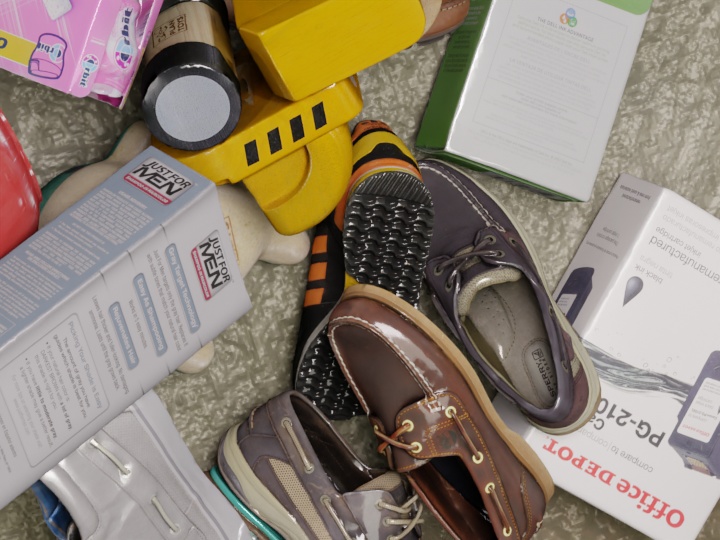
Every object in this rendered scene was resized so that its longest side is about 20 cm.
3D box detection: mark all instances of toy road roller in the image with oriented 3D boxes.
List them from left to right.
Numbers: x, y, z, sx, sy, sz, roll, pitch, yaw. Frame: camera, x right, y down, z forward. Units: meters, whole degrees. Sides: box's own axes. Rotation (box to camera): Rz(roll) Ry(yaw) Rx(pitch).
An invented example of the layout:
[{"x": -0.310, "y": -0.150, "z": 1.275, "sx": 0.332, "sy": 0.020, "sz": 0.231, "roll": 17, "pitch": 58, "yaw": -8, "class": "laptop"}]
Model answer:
[{"x": -0.032, "y": -0.115, "z": 1.593, "sx": 0.199, "sy": 0.123, "sz": 0.146, "roll": -27, "pitch": 121, "yaw": 9, "class": "toy road roller"}]

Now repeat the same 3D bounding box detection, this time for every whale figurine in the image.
[{"x": -0.126, "y": -0.015, "z": 1.669, "sx": 0.199, "sy": 0.104, "sz": 0.160, "roll": -25, "pitch": 108, "yaw": -36, "class": "whale figurine"}]

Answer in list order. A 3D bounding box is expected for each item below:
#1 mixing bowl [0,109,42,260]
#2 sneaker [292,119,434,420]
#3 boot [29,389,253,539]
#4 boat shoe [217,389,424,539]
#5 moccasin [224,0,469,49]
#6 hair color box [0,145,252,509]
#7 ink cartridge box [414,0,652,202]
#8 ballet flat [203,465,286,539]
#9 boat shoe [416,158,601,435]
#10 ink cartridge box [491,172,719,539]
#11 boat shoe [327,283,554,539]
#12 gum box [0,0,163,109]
[{"x": -0.252, "y": -0.054, "z": 1.560, "sx": 0.108, "sy": 0.200, "sz": 0.201, "roll": -31, "pitch": 107, "yaw": -12, "class": "mixing bowl"}, {"x": 0.000, "y": 0.000, "z": 1.709, "sx": 0.070, "sy": 0.090, "sz": 0.201, "roll": 5, "pitch": 126, "yaw": -13, "class": "sneaker"}, {"x": -0.135, "y": 0.150, "z": 1.624, "sx": 0.096, "sy": 0.073, "sz": 0.200, "roll": -48, "pitch": 128, "yaw": -23, "class": "boot"}, {"x": 0.000, "y": 0.156, "z": 1.692, "sx": 0.200, "sy": 0.074, "sz": 0.073, "roll": 42, "pitch": 116, "yaw": 2, "class": "boat shoe"}, {"x": -0.030, "y": -0.181, "z": 1.670, "sx": 0.200, "sy": 0.074, "sz": 0.078, "roll": 9, "pitch": 107, "yaw": -8, "class": "moccasin"}, {"x": -0.160, "y": 0.032, "z": 1.529, "sx": 0.200, "sy": 0.061, "sz": 0.099, "roll": -39, "pitch": 137, "yaw": -24, "class": "hair color box"}, {"x": 0.118, "y": -0.153, "z": 1.717, "sx": 0.103, "sy": 0.059, "sz": 0.201, "roll": 19, "pitch": 88, "yaw": -18, "class": "ink cartridge box"}, {"x": -0.035, "y": 0.201, "z": 1.743, "sx": 0.200, "sy": 0.069, "sz": 0.071, "roll": 32, "pitch": 107, "yaw": -20, "class": "ballet flat"}, {"x": 0.080, "y": 0.011, "z": 1.695, "sx": 0.072, "sy": 0.065, "sz": 0.201, "roll": -32, "pitch": 75, "yaw": 6, "class": "boat shoe"}, {"x": 0.189, "y": 0.061, "z": 1.766, "sx": 0.144, "sy": 0.084, "sz": 0.201, "roll": 29, "pitch": 91, "yaw": -18, "class": "ink cartridge box"}, {"x": 0.045, "y": 0.098, "z": 1.664, "sx": 0.200, "sy": 0.070, "sz": 0.070, "roll": 49, "pitch": 56, "yaw": -20, "class": "boat shoe"}, {"x": -0.200, "y": -0.176, "z": 1.559, "sx": 0.199, "sy": 0.066, "sz": 0.114, "roll": 22, "pitch": 94, "yaw": 26, "class": "gum box"}]
